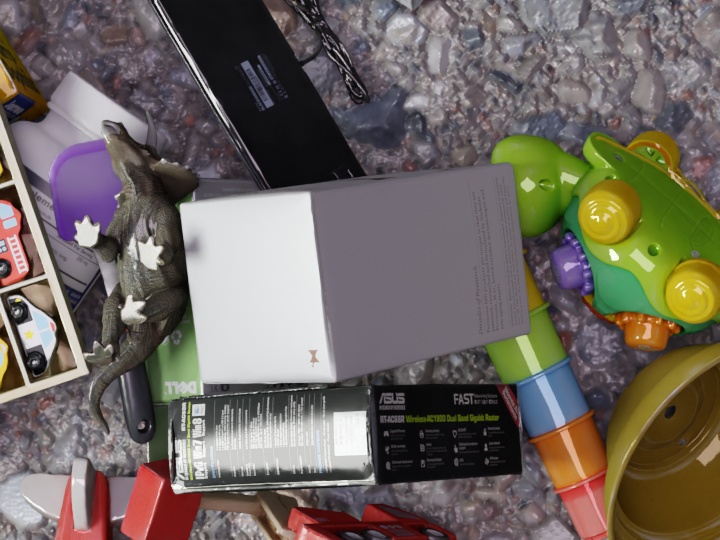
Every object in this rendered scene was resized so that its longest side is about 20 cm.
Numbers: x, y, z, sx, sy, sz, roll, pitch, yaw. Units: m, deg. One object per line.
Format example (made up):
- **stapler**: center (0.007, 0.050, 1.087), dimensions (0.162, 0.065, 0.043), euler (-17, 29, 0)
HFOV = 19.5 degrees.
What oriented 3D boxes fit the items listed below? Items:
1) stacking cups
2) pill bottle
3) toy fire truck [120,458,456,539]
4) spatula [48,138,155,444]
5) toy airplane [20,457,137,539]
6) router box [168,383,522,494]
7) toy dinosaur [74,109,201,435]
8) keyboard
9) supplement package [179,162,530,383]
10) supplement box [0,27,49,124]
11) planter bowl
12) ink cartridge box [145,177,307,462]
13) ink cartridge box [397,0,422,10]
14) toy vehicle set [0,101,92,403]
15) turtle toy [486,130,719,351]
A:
- **stacking cups**: center (0.131, 0.085, 1.425), dimensions (0.060, 0.061, 0.201), euler (-27, 88, 2)
- **pill bottle**: center (-0.220, -0.030, 1.421), dimensions (0.111, 0.111, 0.200), euler (35, 90, 3)
- **toy fire truck**: center (-0.044, 0.173, 1.390), dimensions (0.141, 0.200, 0.049), euler (24, 100, 36)
- **spatula**: center (-0.161, 0.015, 1.371), dimensions (0.056, 0.021, 0.201), euler (-12, 91, -26)
- **toy airplane**: center (-0.189, 0.223, 1.397), dimensions (0.200, 0.141, 0.199), euler (-43, 86, 1)
- **router box**: center (-0.005, 0.106, 1.339), dimensions (0.149, 0.200, 0.062), euler (-7, 84, 30)
- **toy dinosaur**: center (-0.134, 0.005, 1.327), dimensions (0.077, 0.102, 0.201), euler (3, 103, 22)
- **keyboard**: center (-0.055, -0.133, 1.437), dimensions (0.127, 0.021, 0.201), euler (-29, 87, -31)
- **supplement package**: center (0.000, 0.000, 1.331), dimensions (0.117, 0.200, 0.118), euler (-2, 96, 41)
- **supplement box**: center (-0.331, -0.107, 1.430), dimensions (0.200, 0.109, 0.110), euler (-33, 87, 2)
- **planter bowl**: center (0.225, 0.111, 1.387), dimensions (0.200, 0.083, 0.201), euler (-16, 126, -24)
- **ink cartridge box**: center (-0.092, 0.039, 1.411), dimensions (0.059, 0.104, 0.201), euler (-4, 88, 40)
- **ink cartridge box**: center (0.030, -0.308, 1.454), dimensions (0.160, 0.047, 0.200), euler (36, 85, 4)
- **toy vehicle set**: center (-0.264, -0.009, 1.352), dimensions (0.124, 0.027, 0.201), euler (-19, 91, 0)
- **turtle toy**: center (0.172, -0.025, 1.397), dimensions (0.200, 0.146, 0.101), euler (42, 121, 4)
